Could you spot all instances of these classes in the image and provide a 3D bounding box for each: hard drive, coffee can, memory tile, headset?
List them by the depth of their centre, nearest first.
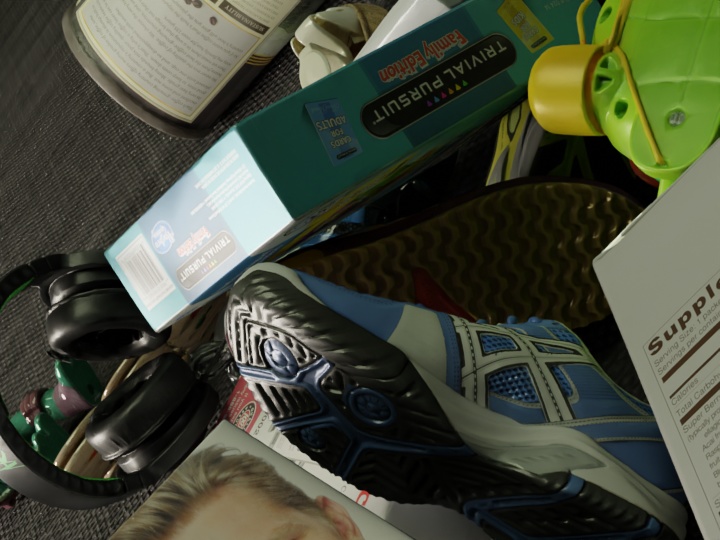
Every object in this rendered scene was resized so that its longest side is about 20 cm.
[{"bbox_3d":[-0.124,0.052,0.864,0.200,0.124,0.094,-16,-11,-47],"label":"headset"},{"bbox_3d":[0.033,-0.140,0.918,0.132,0.026,0.200,-56,7,-29],"label":"hard drive"},{"bbox_3d":[-0.128,0.067,1.036,0.153,0.017,0.200,-55,-3,-5],"label":"memory tile"},{"bbox_3d":[-0.111,-0.221,1.299,0.200,0.146,0.146,-45,27,22],"label":"coffee can"}]

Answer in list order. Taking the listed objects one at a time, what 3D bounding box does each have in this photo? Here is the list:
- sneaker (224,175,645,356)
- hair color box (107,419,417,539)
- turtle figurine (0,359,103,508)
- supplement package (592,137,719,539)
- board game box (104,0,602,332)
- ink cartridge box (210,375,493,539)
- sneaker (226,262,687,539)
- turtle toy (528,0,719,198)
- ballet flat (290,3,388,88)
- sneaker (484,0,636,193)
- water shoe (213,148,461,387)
[{"bbox_3d":[0.034,0.000,0.779,0.200,0.075,0.090,-13,10,-7],"label":"sneaker"},{"bbox_3d":[-0.004,0.148,0.612,0.200,0.061,0.100,28,59,29],"label":"hair color box"},{"bbox_3d":[-0.284,0.132,1.244,0.200,0.101,0.150,-22,54,27],"label":"turtle figurine"},{"bbox_3d":[0.170,0.041,0.509,0.120,0.121,0.200,-46,26,21],"label":"supplement package"},{"bbox_3d":[-0.001,-0.057,0.761,0.200,0.047,0.151,-32,-1,-34],"label":"board game box"},{"bbox_3d":[-0.012,0.127,0.777,0.200,0.083,0.147,-1,58,61],"label":"ink cartridge box"},{"bbox_3d":[0.040,0.051,0.667,0.077,0.200,0.076,-63,4,-39],"label":"sneaker"},{"bbox_3d":[0.152,-0.067,0.693,0.146,0.101,0.200,6,65,36],"label":"turtle toy"},{"bbox_3d":[-0.011,-0.138,1.117,0.071,0.065,0.200,-47,26,18],"label":"ballet flat"},{"bbox_3d":[0.112,-0.102,0.843,0.076,0.075,0.200,3,61,61],"label":"sneaker"},{"bbox_3d":[0.000,0.000,0.952,0.200,0.071,0.079,-51,48,19],"label":"water shoe"}]
